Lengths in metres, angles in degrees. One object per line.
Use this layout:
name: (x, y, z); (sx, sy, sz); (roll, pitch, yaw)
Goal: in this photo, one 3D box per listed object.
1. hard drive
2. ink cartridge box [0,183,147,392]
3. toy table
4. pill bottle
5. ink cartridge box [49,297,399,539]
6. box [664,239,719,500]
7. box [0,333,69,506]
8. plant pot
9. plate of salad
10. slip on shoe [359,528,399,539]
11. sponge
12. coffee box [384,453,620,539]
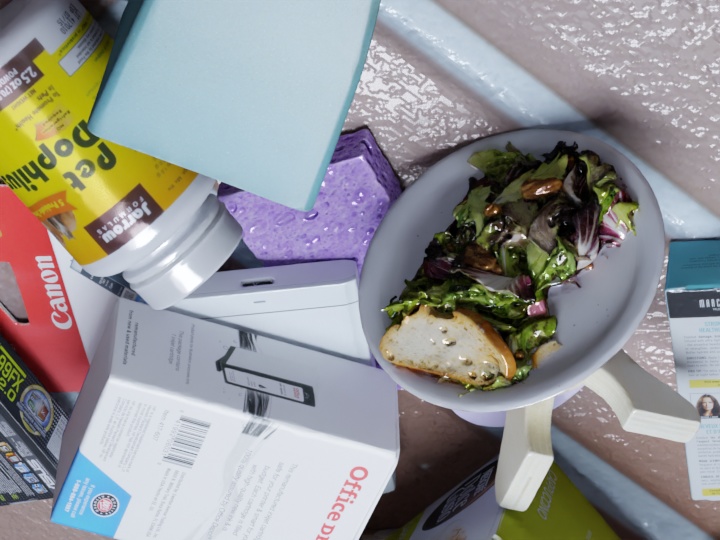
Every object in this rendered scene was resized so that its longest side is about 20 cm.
hard drive: (-0.054, 0.081, 1.660); (0.131, 0.027, 0.201); (-6, 131, 6)
ink cartridge box: (-0.186, 0.025, 1.669); (0.175, 0.045, 0.201); (-3, 131, 11)
toy table: (0.123, 0.054, 1.570); (0.183, 0.117, 0.201); (3, 128, -11)
pill bottle: (-0.165, -0.073, 1.510); (0.109, 0.109, 0.200); (-31, 109, 32)
ink cartridge box: (-0.090, 0.118, 1.619); (0.199, 0.084, 0.146); (16, 129, -13)
box: (0.254, 0.069, 1.628); (0.082, 0.049, 0.201); (-2, 131, 12)
box: (-0.307, 0.090, 1.731); (0.160, 0.044, 0.200); (-11, 129, 33)
plant pot: (-0.052, -0.171, 1.412); (0.141, 0.142, 0.200); (20, 125, -9)
plate of salad: (0.088, -0.007, 1.487); (0.199, 0.201, 0.048); (-12, 145, 20)
slip on shoe: (-0.011, 0.235, 1.816); (0.199, 0.061, 0.076); (-3, 131, 12)
sponge: (0.000, 0.000, 1.624); (0.111, 0.030, 0.200); (-17, 127, 23)
coffee box: (0.094, 0.269, 1.663); (0.198, 0.200, 0.200); (-38, 96, 19)
